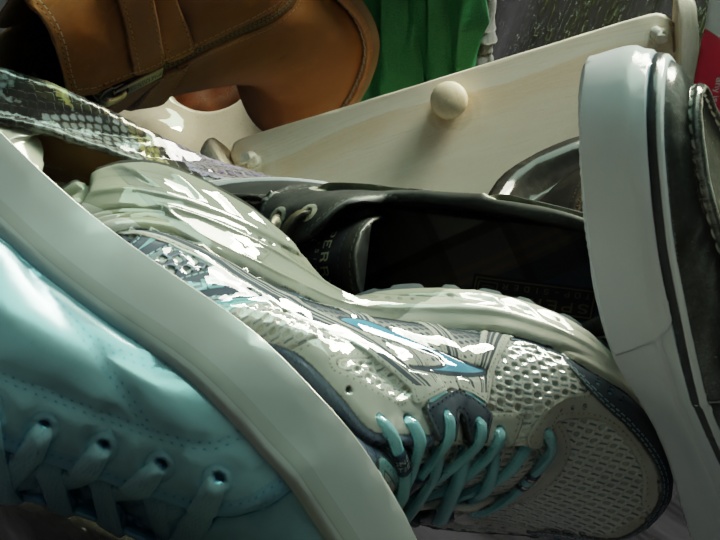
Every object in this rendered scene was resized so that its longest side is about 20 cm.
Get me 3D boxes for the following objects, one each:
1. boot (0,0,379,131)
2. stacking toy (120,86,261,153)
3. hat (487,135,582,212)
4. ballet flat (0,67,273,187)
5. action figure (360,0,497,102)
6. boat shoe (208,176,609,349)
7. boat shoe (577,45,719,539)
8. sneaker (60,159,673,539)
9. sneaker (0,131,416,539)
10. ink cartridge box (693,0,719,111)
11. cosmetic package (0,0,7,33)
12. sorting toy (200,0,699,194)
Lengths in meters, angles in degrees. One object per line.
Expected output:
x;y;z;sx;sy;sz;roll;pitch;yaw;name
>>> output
-0.067;-0.084;1.011;0.077;0.155;0.200;46;-24;14;boot
-0.056;-0.073;1.314;0.146;0.146;0.200;22;-11;15;stacking toy
0.088;-0.004;0.881;0.200;0.081;0.201;-14;12;3;hat
-0.098;-0.022;0.922;0.200;0.072;0.072;19;7;-6;ballet flat
0.020;-0.112;1.086;0.118;0.200;0.055;11;42;24;action figure
0.000;0.000;0.803;0.200;0.069;0.057;3;-17;17;boat shoe
0.114;0.019;0.726;0.071;0.200;0.072;-9;37;22;boat shoe
0.000;0.046;0.713;0.200;0.078;0.086;19;28;-22;sneaker
-0.080;0.032;0.602;0.200;0.082;0.074;38;-25;10;sneaker
0.224;-0.078;0.947;0.200;0.145;0.083;-1;-20;44;ink cartridge box
-0.197;-0.109;1.138;0.200;0.101;0.071;21;6;-3;cosmetic package
0.056;-0.020;1.089;0.200;0.107;0.180;-17;-9;5;sorting toy
